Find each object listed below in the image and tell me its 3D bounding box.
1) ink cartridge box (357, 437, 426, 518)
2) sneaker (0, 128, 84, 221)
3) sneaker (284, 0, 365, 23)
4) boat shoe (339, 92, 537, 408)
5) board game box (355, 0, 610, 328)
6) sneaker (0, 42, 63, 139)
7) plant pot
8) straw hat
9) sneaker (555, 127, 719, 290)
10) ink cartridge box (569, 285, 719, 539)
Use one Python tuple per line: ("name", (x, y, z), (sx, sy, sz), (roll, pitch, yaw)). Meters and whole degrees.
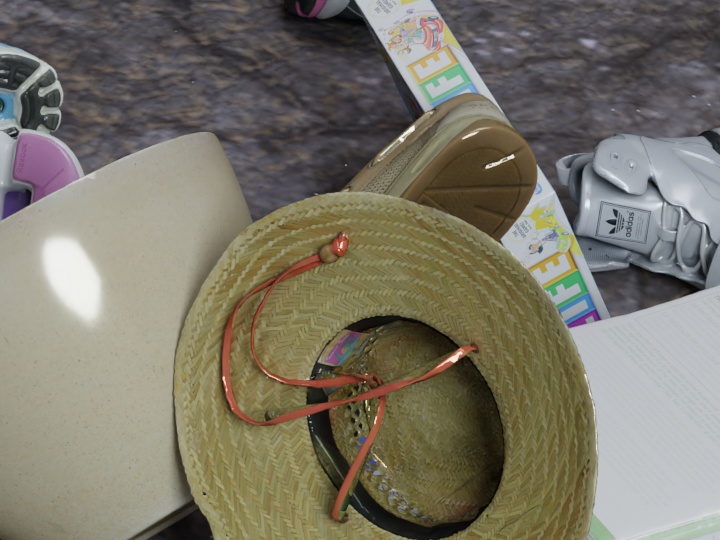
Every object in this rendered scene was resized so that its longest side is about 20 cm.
("ink cartridge box", (0.038, 0.127, 1.343), (0.119, 0.042, 0.200), (-7, 38, -28))
("sneaker", (-0.215, -0.022, 1.440), (0.199, 0.081, 0.088), (2, -12, 15))
("sneaker", (0.007, -0.202, 1.774), (0.086, 0.080, 0.201), (20, 42, -12))
("boat shoe", (0.000, 0.000, 1.404), (0.071, 0.200, 0.065), (43, 8, -29))
("board game box", (0.066, -0.045, 1.513), (0.034, 0.135, 0.200), (-28, 43, -1))
("sneaker", (-0.258, -0.090, 1.536), (0.199, 0.079, 0.090), (4, 17, -20))
("plant pot", (-0.115, 0.050, 1.295), (0.200, 0.200, 0.135), (-26, 83, -42))
("straw hat", (0.028, 0.061, 1.207), (0.201, 0.202, 0.085), (33, 18, 26))
("sneaker", (0.176, -0.010, 1.552), (0.114, 0.075, 0.200), (0, 32, -17))
("ink cartridge box", (0.149, 0.068, 1.284), (0.199, 0.048, 0.146), (-13, 36, -24))
